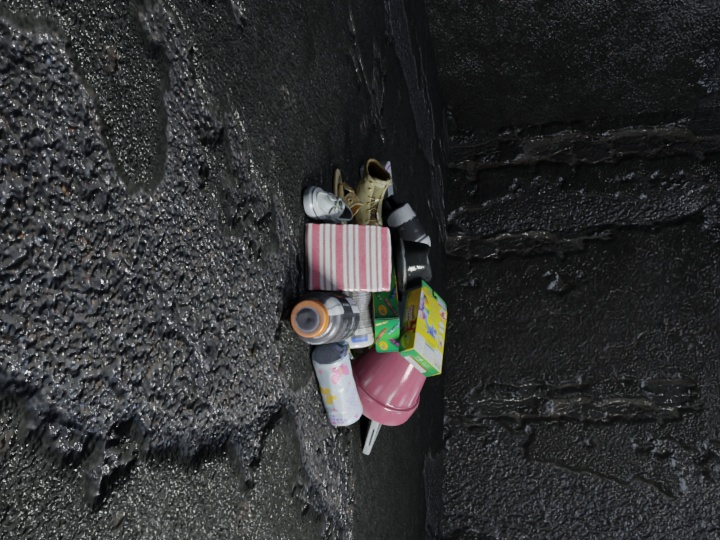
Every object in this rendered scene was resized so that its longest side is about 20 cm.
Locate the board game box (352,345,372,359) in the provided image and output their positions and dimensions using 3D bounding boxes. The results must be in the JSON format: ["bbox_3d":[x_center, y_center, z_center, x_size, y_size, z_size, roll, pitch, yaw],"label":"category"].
[{"bbox_3d":[0.020,0.278,1.739,0.102,0.047,0.201,-49,135,-70],"label":"board game box"}]

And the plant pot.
[{"bbox_3d":[0.082,0.247,1.560,0.179,0.200,0.200,-58,-179,26],"label":"plant pot"}]

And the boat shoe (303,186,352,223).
[{"bbox_3d":[-0.068,-0.147,1.420,0.200,0.066,0.074,8,80,-75],"label":"boat shoe"}]

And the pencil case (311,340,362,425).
[{"bbox_3d":[-0.049,0.248,1.403,0.091,0.083,0.201,-43,134,-44],"label":"pencil case"}]

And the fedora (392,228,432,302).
[{"bbox_3d":[0.129,-0.015,1.569,0.201,0.091,0.202,-3,90,-89],"label":"fedora"}]

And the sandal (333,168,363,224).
[{"bbox_3d":[-0.025,-0.150,1.582,0.078,0.069,0.213,22,67,-74],"label":"sandal"}]

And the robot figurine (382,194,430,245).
[{"bbox_3d":[0.112,-0.111,1.797,0.200,0.150,0.125,57,-4,-3],"label":"robot figurine"}]

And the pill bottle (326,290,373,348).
[{"bbox_3d":[-0.029,0.070,1.449,0.114,0.113,0.201,-13,101,-75],"label":"pill bottle"}]

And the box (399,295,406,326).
[{"bbox_3d":[0.117,0.211,1.877,0.197,0.117,0.201,-69,169,-50],"label":"box"}]

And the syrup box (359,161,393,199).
[{"bbox_3d":[0.055,-0.217,1.880,0.081,0.078,0.201,-61,146,-64],"label":"syrup box"}]

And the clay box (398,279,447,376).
[{"bbox_3d":[0.149,0.132,1.486,0.115,0.047,0.200,44,41,-32],"label":"clay box"}]

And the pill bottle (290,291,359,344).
[{"bbox_3d":[-0.074,0.096,1.284,0.200,0.106,0.107,13,76,-75],"label":"pill bottle"}]

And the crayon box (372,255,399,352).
[{"bbox_3d":[0.057,0.077,1.491,0.119,0.058,0.200,86,1,-46],"label":"crayon box"}]

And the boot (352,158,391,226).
[{"bbox_3d":[0.034,-0.165,1.602,0.156,0.073,0.201,120,-37,-47],"label":"boot"}]

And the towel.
[{"bbox_3d":[-0.027,-0.027,1.383,0.030,0.199,0.147,166,-75,-69],"label":"towel"}]

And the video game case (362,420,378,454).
[{"bbox_3d":[0.060,0.379,1.749,0.182,0.024,0.200,101,13,-45],"label":"video game case"}]
